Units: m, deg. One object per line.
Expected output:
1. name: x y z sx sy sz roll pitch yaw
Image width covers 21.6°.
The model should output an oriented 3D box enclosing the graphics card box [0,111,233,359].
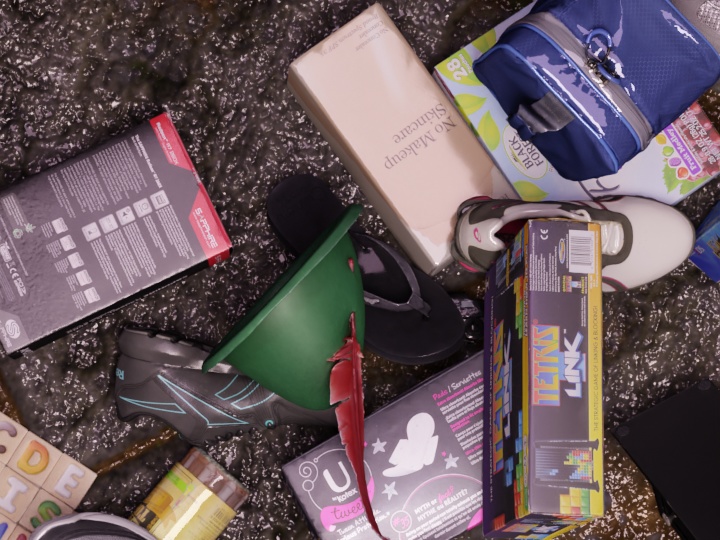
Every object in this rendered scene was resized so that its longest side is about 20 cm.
1. graphics card box: -0.216 -0.027 1.511 0.199 0.051 0.126 -26 86 -7

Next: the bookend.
1. bookend: 0.299 0.227 1.479 0.092 0.200 0.200 -27 41 -7

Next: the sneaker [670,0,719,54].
1. sneaker: 0.275 -0.267 1.556 0.074 0.082 0.201 -27 85 -6

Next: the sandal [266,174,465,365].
1. sandal: -0.001 0.000 1.502 0.200 0.043 0.076 41 70 14

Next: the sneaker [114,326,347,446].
1. sneaker: -0.101 0.102 1.500 0.198 0.075 0.080 14 92 7

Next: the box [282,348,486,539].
1. box: 0.049 0.155 1.464 0.199 0.132 0.115 -28 82 -7

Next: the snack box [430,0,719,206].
1. snack box: 0.178 -0.121 1.539 0.168 0.068 0.201 -32 85 -6

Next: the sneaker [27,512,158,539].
1. sneaker: -0.150 0.243 1.390 0.199 0.114 0.076 27 88 -15

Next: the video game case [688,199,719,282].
1. video game case: 0.338 -0.087 1.478 0.045 0.200 0.182 39 82 4

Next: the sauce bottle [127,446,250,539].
1. sauce bottle: -0.171 0.230 1.474 0.065 0.065 0.200 40 81 2

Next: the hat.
1. hat: -0.007 0.079 1.417 0.176 0.166 0.200 44 67 -4

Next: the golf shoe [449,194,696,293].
1. golf shoe: 0.170 -0.019 1.450 0.198 0.088 0.078 -1 92 -12

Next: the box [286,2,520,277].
1. box: 0.034 -0.102 1.522 0.095 0.078 0.201 -36 86 -8

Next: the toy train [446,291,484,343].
1. toy train: 0.006 0.039 1.525 0.198 0.034 0.046 -3 79 -4

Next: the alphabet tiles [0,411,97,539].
1. alphabet tiles: -0.309 0.197 1.499 0.199 0.008 0.168 33 82 1

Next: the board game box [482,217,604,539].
1. board game box: 0.126 0.081 1.331 0.056 0.165 0.202 3 76 -8

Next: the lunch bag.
1. lunch bag: 0.168 -0.143 1.408 0.132 0.200 0.136 -44 92 -4
